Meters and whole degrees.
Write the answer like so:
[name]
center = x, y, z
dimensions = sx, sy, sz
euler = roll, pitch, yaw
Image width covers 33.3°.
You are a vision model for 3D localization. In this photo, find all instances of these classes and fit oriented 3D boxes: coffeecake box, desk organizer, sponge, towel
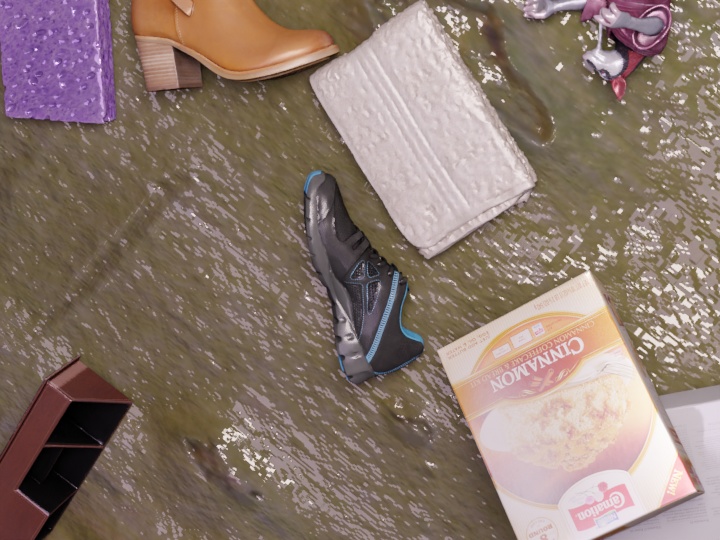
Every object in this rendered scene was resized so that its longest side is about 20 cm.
[coffeecake box]
center = 0.178, 0.128, 1.029
dimensions = 0.152, 0.073, 0.202
euler = -28, 71, 15
[desk organizer]
center = -0.324, 0.196, 1.254
dimensions = 0.077, 0.072, 0.201
euler = 36, 111, 3
[sponge]
center = -0.293, -0.245, 1.153
dimensions = 0.110, 0.030, 0.203
euler = 4, 105, 17
[towel]
center = 0.057, -0.123, 1.073
dimensions = 0.132, 0.034, 0.201
euler = -31, 92, 20

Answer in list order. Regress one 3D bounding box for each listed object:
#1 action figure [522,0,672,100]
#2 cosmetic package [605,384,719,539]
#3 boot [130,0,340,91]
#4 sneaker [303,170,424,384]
[action figure]
center = 0.224, -0.238, 0.970
dimensions = 0.147, 0.134, 0.202
euler = -14, 125, -18
[cosmetic package]
center = 0.265, 0.192, 1.077
dimensions = 0.198, 0.052, 0.153
euler = -13, 97, 20
[boot]
center = -0.120, -0.246, 1.077
dimensions = 0.197, 0.074, 0.157
euler = -3, 99, 15
[sneaker]
center = 0.000, 0.000, 1.111
dimensions = 0.081, 0.073, 0.202
euler = -16, 105, 4
